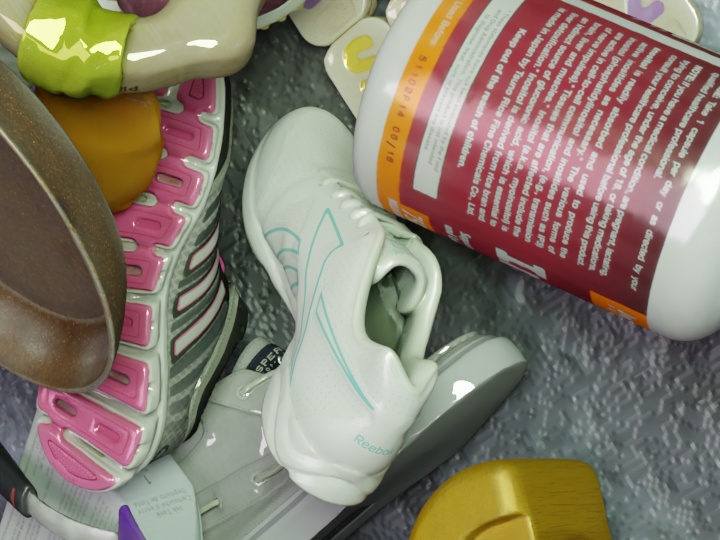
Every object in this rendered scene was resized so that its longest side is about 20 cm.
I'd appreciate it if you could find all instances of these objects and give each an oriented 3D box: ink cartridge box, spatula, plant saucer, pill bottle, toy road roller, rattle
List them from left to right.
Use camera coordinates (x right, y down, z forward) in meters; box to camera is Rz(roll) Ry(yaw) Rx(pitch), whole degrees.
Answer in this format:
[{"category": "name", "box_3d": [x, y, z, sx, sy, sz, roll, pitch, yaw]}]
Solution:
[{"category": "plant saucer", "box_3d": [-0.162, -0.037, 1.015, 0.200, 0.034, 0.201, 35, 151, 23]}, {"category": "spatula", "box_3d": [-0.135, 0.109, 1.121, 0.200, 0.021, 0.057, 32, 129, 44]}, {"category": "rattle", "box_3d": [-0.101, -0.147, 1.027, 0.130, 0.143, 0.201, -17, 68, 5]}, {"category": "ink cartridge box", "box_3d": [-0.101, 0.175, 1.153, 0.200, 0.057, 0.163, 47, 134, 27]}, {"category": "toy road roller", "box_3d": [0.051, 0.164, 1.078, 0.200, 0.123, 0.147, -21, 74, 30]}, {"category": "pill bottle", "box_3d": [0.106, -0.042, 1.003, 0.200, 0.113, 0.113, 25, 111, 18]}]

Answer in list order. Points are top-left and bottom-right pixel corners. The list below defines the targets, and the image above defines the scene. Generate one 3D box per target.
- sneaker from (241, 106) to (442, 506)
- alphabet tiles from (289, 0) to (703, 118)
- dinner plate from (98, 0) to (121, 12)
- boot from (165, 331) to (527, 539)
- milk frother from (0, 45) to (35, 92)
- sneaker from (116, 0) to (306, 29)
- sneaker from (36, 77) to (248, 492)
[{"category": "sneaker", "box_3d": [0.000, 0.000, 1.059, 0.080, 0.070, 0.201, -47, 37, 36]}, {"category": "alphabet tiles", "box_3d": [0.051, -0.148, 1.077, 0.200, 0.015, 0.196, -37, 80, 30]}, {"category": "dinner plate", "box_3d": [-0.096, -0.195, 1.111, 0.199, 0.024, 0.201, -1, 86, 11]}, {"category": "boot", "box_3d": [-0.021, 0.066, 1.124, 0.200, 0.073, 0.096, -42, 73, 26]}, {"category": "milk frother", "box_3d": [-0.221, -0.083, 1.138, 0.188, 0.200, 0.181, 5, 98, 28]}, {"category": "sneaker", "box_3d": [-0.022, -0.162, 1.026, 0.199, 0.090, 0.075, -24, 65, 12]}, {"category": "sneaker", "box_3d": [-0.089, -0.004, 1.103, 0.074, 0.087, 0.201, 10, 94, 22]}]
